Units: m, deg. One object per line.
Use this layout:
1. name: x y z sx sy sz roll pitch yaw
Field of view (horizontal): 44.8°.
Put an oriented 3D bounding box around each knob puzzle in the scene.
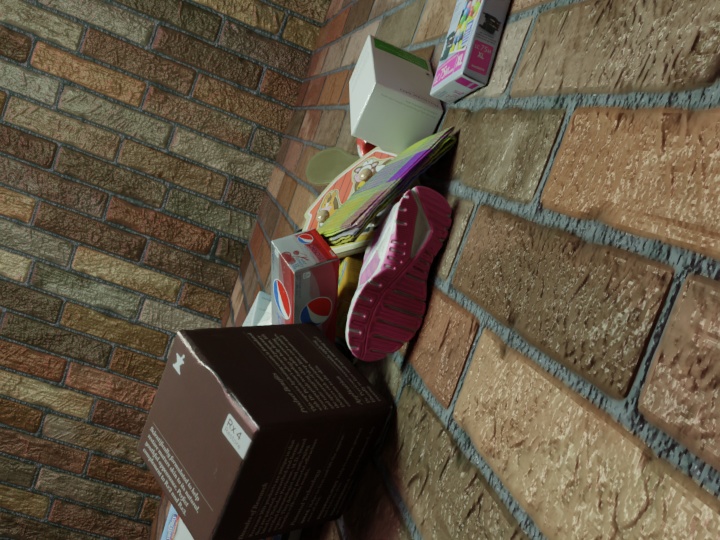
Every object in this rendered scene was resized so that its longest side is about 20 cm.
1. knob puzzle: -0.005 -0.103 1.190 0.217 0.031 0.222 -28 36 21

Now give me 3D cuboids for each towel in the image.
1. towel: 0.025 -0.096 1.072 0.200 0.023 0.143 -45 13 -23

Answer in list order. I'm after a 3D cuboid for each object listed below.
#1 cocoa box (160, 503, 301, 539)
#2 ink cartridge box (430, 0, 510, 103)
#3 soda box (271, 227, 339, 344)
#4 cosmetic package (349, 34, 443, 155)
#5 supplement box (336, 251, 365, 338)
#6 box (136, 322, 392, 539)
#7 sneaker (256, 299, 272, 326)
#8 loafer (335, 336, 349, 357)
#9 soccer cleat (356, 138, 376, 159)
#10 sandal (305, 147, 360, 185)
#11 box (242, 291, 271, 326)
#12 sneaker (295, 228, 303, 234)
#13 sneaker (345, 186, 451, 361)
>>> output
1. cocoa box: -0.159 0.318 1.119 0.130 0.131 0.204 9 -80 -60
2. ink cartridge box: 0.144 -0.314 1.063 0.119 0.041 0.204 176 113 -76
3. soda box: -0.070 0.053 1.080 0.070 0.062 0.203 50 147 40
4. cosmetic package: 0.045 -0.245 1.229 0.201 0.106 0.086 -96 29 -58
5. supplement box: 0.000 0.000 1.171 0.202 0.067 0.067 -89 20 -47
6. box: -0.105 0.173 0.957 0.166 0.197 0.167 43 118 37
7. sneaker: -0.113 0.095 1.192 0.201 0.076 0.081 -53 10 37
8. loafer: -0.063 0.125 1.261 0.201 0.071 0.064 122 168 -52
9. soccer cleat: 0.026 -0.213 1.351 0.085 0.068 0.202 -52 18 42
10. sandal: -0.013 -0.156 1.456 0.210 0.069 0.079 7 61 55
11. box: -0.182 0.180 1.596 0.185 0.103 0.203 123 162 -45
12. sneaker: -0.112 -0.038 1.703 0.199 0.069 0.079 -13 54 68
13. sneaker: 0.039 0.007 0.991 0.203 0.080 0.088 -65 11 -8
